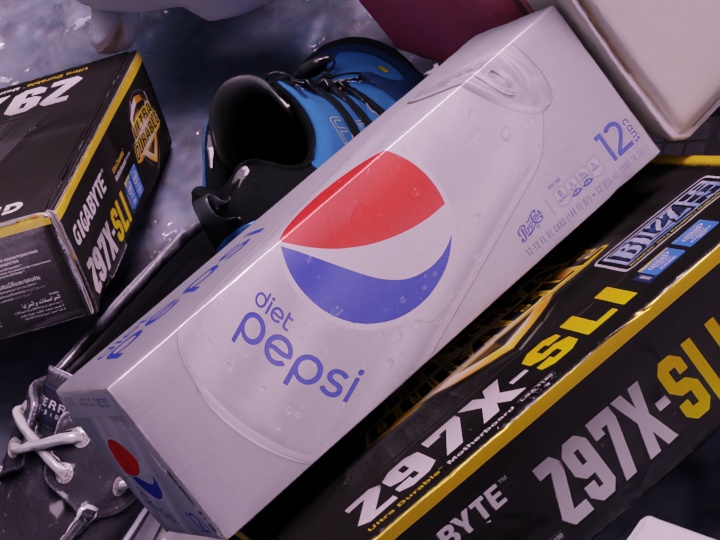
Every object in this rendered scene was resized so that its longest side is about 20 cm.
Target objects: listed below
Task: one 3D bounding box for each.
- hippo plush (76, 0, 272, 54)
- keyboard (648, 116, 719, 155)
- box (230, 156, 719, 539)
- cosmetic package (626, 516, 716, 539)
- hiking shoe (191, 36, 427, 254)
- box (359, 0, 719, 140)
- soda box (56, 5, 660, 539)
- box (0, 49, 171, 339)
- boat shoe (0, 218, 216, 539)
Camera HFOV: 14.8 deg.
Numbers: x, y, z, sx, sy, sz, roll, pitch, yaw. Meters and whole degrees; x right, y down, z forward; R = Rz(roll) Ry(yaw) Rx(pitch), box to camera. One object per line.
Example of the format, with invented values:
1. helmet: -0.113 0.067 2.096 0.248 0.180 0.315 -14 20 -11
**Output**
1. hippo plush: -0.069 -0.185 1.126 0.200 0.160 0.161 9 39 30
2. keyboard: 0.183 -0.038 0.995 0.200 0.011 0.056 -1 51 26
3. box: 0.056 0.042 0.898 0.200 0.049 0.160 -39 13 -9
4. cosmetic package: 0.157 0.147 0.780 0.200 0.102 0.074 18 61 36
5. hiking shoe: -0.014 -0.048 1.022 0.074 0.087 0.200 -30 24 17
6. box: 0.074 -0.142 0.994 0.128 0.109 0.200 -46 29 -11
7. soda box: 0.000 0.000 0.906 0.200 0.063 0.068 -41 11 -17
8. box: -0.184 -0.013 1.095 0.200 0.049 0.160 -15 22 15
9. boat shoe: -0.098 0.064 1.006 0.072 0.068 0.200 24 65 39
